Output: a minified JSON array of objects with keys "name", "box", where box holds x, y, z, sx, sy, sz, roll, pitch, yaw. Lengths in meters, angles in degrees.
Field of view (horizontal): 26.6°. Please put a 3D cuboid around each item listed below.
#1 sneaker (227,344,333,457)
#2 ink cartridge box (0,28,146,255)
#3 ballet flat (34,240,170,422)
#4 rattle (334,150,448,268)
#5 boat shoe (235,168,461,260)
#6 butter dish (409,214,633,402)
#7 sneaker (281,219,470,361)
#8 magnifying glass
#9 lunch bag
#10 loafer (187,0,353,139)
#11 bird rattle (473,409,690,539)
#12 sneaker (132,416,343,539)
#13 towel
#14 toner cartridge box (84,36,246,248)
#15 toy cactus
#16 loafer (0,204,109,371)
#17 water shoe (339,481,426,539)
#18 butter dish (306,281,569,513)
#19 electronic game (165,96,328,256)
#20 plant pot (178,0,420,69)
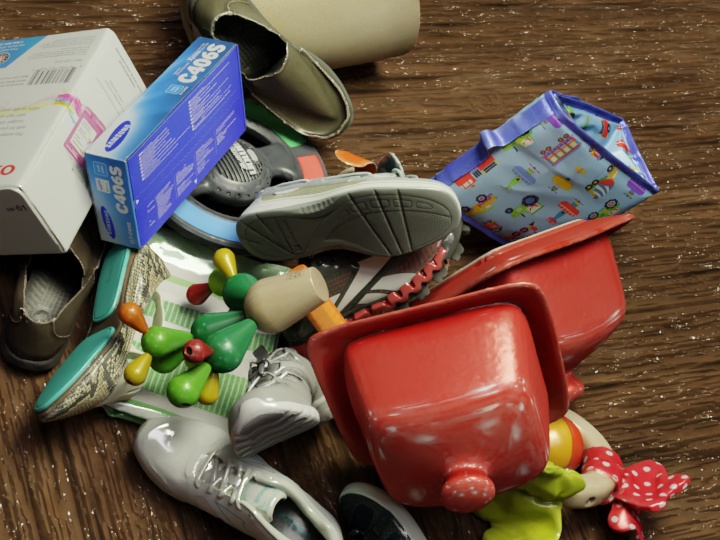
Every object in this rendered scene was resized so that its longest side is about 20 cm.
[{"name":"sneaker","box":[-0.077,0.103,1.268,0.075,0.200,0.082,-26,84,5]},{"name":"ink cartridge box","box":[-0.293,-0.109,1.322,0.144,0.085,0.200,-2,46,26]},{"name":"ballet flat","box":[-0.204,0.060,1.286,0.075,0.068,0.200,41,45,-25]},{"name":"rattle","box":[0.028,-0.088,1.420,0.130,0.200,0.143,10,55,30]},{"name":"boat shoe","box":[-0.009,-0.054,1.312,0.065,0.202,0.074,-70,144,-46]},{"name":"butter dish","box":[0.155,0.055,1.388,0.200,0.199,0.148,-18,79,-41]},{"name":"sneaker","box":[0.000,0.000,1.354,0.098,0.200,0.071,51,12,-13]},{"name":"magnifying glass","box":[-0.005,0.077,1.336,0.200,0.080,0.022,55,13,-22]},{"name":"lunch bag","box":[0.168,-0.095,1.467,0.200,0.151,0.094,18,45,-54]},{"name":"loafer","box":[-0.084,-0.187,1.442,0.200,0.075,0.070,39,15,-26]},{"name":"bird rattle","box":[0.191,0.173,1.390,0.200,0.113,0.163,-5,44,-30]},{"name":"sneaker","box":[-0.096,0.178,1.258,0.200,0.080,0.070,31,75,0]},{"name":"towel","box":[-0.143,0.060,1.359,0.152,0.023,0.200,19,53,-11]},{"name":"toner cartridge box","box":[-0.168,-0.116,1.348,0.043,0.095,0.200,13,41,21]},{"name":"toy cactus","box":[-0.108,0.034,1.257,0.102,0.165,0.200,62,18,-12]},{"name":"loafer","box":[-0.255,-0.008,1.322,0.073,0.071,0.200,17,54,-14]},{"name":"water shoe","box":[0.027,0.269,1.268,0.079,0.072,0.200,-22,69,-31]},{"name":"butter dish","box":[0.076,0.128,1.236,0.199,0.200,0.148,-14,47,4]},{"name":"electronic game","box":[-0.123,-0.095,1.447,0.200,0.042,0.200,14,47,-16]},{"name":"plant pot","box":[-0.073,-0.273,1.527,0.200,0.187,0.187,-23,69,-18]}]
